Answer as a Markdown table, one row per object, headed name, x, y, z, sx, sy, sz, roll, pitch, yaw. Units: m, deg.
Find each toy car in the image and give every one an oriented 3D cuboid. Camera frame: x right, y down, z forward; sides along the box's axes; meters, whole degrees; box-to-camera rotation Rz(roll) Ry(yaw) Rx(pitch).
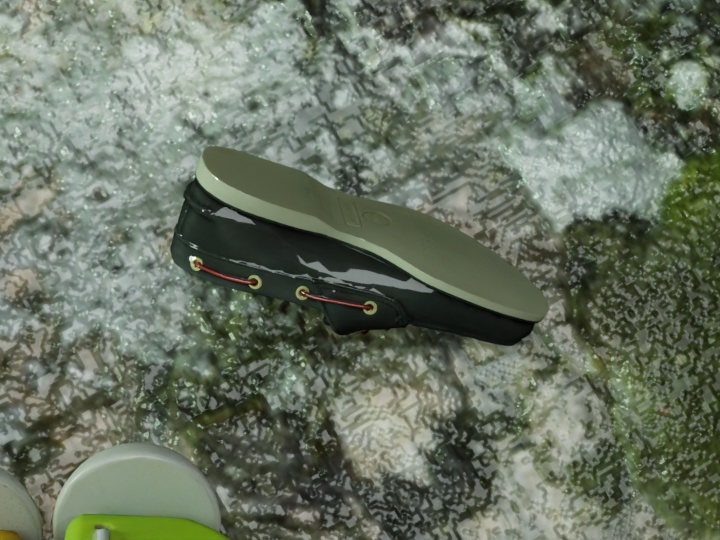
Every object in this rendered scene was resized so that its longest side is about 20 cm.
| name | x | y | z | sx | sy | sz | roll | pitch | yaw |
| --- | --- | --- | --- | --- | --- | --- | --- | --- | --- |
| toy car | -0.146 | 0.180 | 0.780 | 0.199 | 0.175 | 0.151 | -4 | 114 | -6 |

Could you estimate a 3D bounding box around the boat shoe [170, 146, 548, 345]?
| name | x | y | z | sx | sy | sz | roll | pitch | yaw |
| --- | --- | --- | --- | --- | --- | --- | --- | --- | --- |
| boat shoe | 0.000 | -0.001 | 0.867 | 0.201 | 0.074 | 0.063 | 19 | 113 | -11 |
